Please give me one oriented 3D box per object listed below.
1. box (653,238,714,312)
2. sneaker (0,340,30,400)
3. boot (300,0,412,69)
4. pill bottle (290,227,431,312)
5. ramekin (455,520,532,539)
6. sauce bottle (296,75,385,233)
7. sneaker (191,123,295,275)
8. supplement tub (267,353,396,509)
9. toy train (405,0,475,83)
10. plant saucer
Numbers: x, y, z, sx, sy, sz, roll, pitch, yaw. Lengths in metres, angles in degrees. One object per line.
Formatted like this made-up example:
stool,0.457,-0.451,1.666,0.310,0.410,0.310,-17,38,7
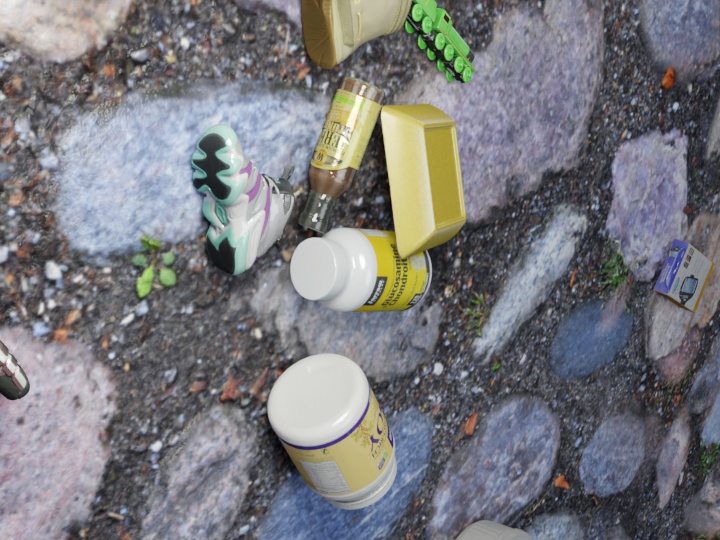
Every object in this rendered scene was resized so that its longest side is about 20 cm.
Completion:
box,0.695,0.010,2.491,0.199,0.041,0.120,24,88,-51
sneaker,-0.421,0.084,1.132,0.116,0.075,0.201,-45,128,-19
boot,-0.002,-0.364,1.411,0.155,0.072,0.202,-33,133,-37
pill bottle,0.000,0.000,1.566,0.199,0.111,0.113,1,107,-51
ramekin,0.231,0.560,2.149,0.202,0.094,0.204,-26,126,-42
sauce bottle,-0.028,-0.148,1.495,0.064,0.064,0.202,17,92,-53
sneaker,-0.128,-0.107,1.393,0.140,0.077,0.201,-36,142,-37
supplement tub,-0.033,0.228,1.613,0.146,0.145,0.201,-49,139,-23
toy train,0.107,-0.326,1.596,0.200,0.041,0.057,37,68,-52
plant saucer,0.095,-0.129,1.576,0.200,0.048,0.202,-21,105,-66
